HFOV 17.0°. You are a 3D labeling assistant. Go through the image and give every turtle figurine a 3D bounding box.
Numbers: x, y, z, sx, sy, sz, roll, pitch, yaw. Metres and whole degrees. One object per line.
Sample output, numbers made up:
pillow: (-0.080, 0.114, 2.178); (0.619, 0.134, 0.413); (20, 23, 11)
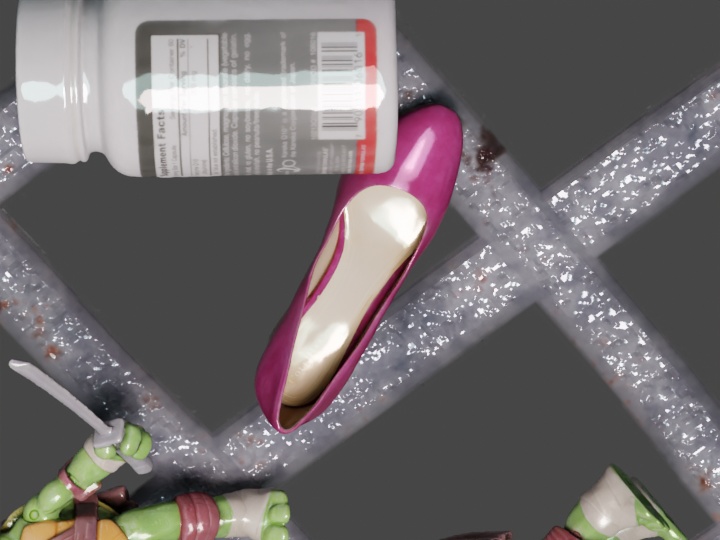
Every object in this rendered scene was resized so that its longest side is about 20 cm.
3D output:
turtle figurine: (0.118, 0.221, 1.440); (0.194, 0.200, 0.144); (-42, 126, 6)
turtle figurine: (-0.134, 0.168, 1.392); (0.194, 0.144, 0.200); (6, 145, -20)

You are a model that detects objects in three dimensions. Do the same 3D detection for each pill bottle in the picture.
pill bottle: (-0.082, -0.107, 1.302); (0.200, 0.114, 0.114); (-1, 115, -2)

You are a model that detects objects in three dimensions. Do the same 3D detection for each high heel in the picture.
high heel: (0.000, 0.000, 1.365); (0.067, 0.096, 0.200); (32, 110, -16)
